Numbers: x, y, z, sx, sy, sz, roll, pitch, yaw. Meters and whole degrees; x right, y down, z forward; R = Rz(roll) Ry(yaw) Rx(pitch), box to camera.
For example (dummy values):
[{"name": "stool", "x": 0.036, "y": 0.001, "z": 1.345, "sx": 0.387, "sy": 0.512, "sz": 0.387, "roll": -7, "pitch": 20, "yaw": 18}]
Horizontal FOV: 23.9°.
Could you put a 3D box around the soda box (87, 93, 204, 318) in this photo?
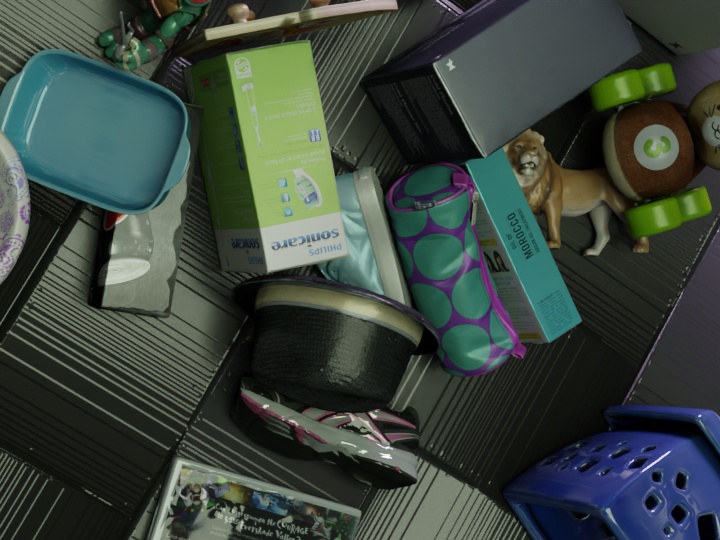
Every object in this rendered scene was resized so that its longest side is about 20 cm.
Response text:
[{"name": "soda box", "x": -0.200, "y": -0.059, "z": 1.575, "sx": 0.071, "sy": 0.063, "sz": 0.201, "roll": 10, "pitch": 87, "yaw": -21}]

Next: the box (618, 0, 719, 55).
[{"name": "box", "x": 0.327, "y": -0.331, "z": 1.700, "sx": 0.199, "sy": 0.200, "sz": 0.131, "roll": 34, "pitch": 79, "yaw": -18}]

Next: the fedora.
[{"name": "fedora", "x": -0.030, "y": 0.075, "z": 1.569, "sx": 0.200, "sy": 0.201, "sz": 0.092, "roll": 21, "pitch": 70, "yaw": -20}]

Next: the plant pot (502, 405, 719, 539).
[{"name": "plant pot", "x": 0.297, "y": 0.247, "z": 1.706, "sx": 0.180, "sy": 0.200, "sz": 0.200, "roll": -40, "pitch": 104, "yaw": -22}]

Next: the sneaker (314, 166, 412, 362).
[{"name": "sneaker", "x": 0.000, "y": 0.000, "z": 1.661, "sx": 0.082, "sy": 0.074, "sz": 0.201, "roll": -13, "pitch": 102, "yaw": 10}]

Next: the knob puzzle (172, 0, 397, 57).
[{"name": "knob puzzle", "x": -0.063, "y": -0.234, "z": 1.553, "sx": 0.219, "sy": 0.220, "sz": 0.031, "roll": -13, "pitch": 95, "yaw": -20}]

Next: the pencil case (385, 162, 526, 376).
[{"name": "pencil case", "x": 0.092, "y": 0.001, "z": 1.657, "sx": 0.085, "sy": 0.092, "sz": 0.200, "roll": -59, "pitch": 136, "yaw": -55}]

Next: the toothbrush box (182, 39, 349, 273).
[{"name": "toothbrush box", "x": -0.090, "y": -0.103, "z": 1.573, "sx": 0.086, "sy": 0.146, "sz": 0.201, "roll": -11, "pitch": 94, "yaw": -21}]

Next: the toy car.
[{"name": "toy car", "x": 0.355, "y": -0.141, "z": 1.697, "sx": 0.158, "sy": 0.200, "sz": 0.165, "roll": -18, "pitch": 92, "yaw": -55}]

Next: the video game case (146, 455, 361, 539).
[{"name": "video game case", "x": -0.115, "y": 0.292, "z": 1.637, "sx": 0.200, "sy": 0.023, "sz": 0.182, "roll": 19, "pitch": 85, "yaw": -20}]

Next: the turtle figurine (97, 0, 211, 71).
[{"name": "turtle figurine", "x": -0.181, "y": -0.246, "z": 1.504, "sx": 0.100, "sy": 0.200, "sz": 0.150, "roll": 10, "pitch": 85, "yaw": -26}]

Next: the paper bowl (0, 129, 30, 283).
[{"name": "paper bowl", "x": -0.394, "y": -0.056, "z": 1.478, "sx": 0.200, "sy": 0.104, "sz": 0.201, "roll": 0, "pitch": 90, "yaw": -21}]

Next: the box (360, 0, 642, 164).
[{"name": "box", "x": 0.132, "y": -0.197, "z": 1.637, "sx": 0.200, "sy": 0.182, "sz": 0.104, "roll": -35, "pitch": 102, "yaw": -16}]

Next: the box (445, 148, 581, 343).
[{"name": "box", "x": 0.142, "y": -0.025, "z": 1.696, "sx": 0.049, "sy": 0.082, "sz": 0.200, "roll": -31, "pitch": 102, "yaw": -26}]

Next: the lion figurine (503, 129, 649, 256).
[{"name": "lion figurine", "x": 0.219, "y": -0.079, "z": 1.742, "sx": 0.200, "sy": 0.072, "sz": 0.123, "roll": 4, "pitch": 82, "yaw": -35}]

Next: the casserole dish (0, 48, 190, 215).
[{"name": "casserole dish", "x": -0.235, "y": -0.122, "z": 1.527, "sx": 0.200, "sy": 0.039, "sz": 0.121, "roll": 21, "pitch": 91, "yaw": 18}]

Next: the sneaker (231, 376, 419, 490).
[{"name": "sneaker", "x": -0.031, "y": 0.141, "z": 1.649, "sx": 0.200, "sy": 0.080, "sz": 0.087, "roll": 26, "pitch": 59, "yaw": -18}]
